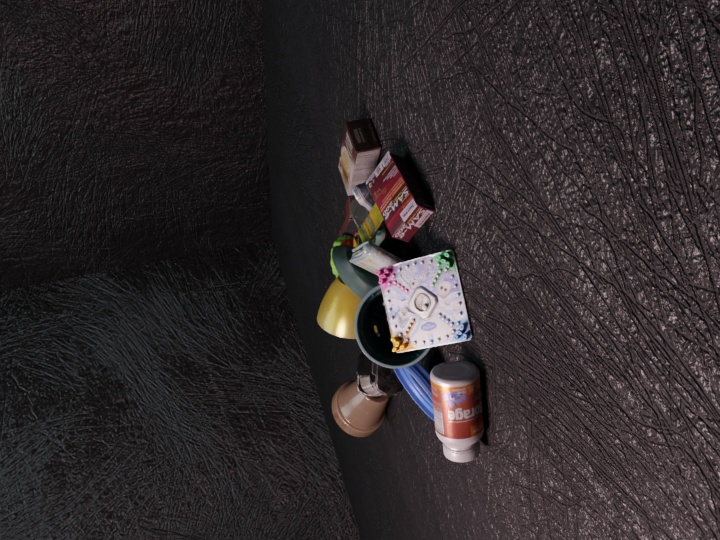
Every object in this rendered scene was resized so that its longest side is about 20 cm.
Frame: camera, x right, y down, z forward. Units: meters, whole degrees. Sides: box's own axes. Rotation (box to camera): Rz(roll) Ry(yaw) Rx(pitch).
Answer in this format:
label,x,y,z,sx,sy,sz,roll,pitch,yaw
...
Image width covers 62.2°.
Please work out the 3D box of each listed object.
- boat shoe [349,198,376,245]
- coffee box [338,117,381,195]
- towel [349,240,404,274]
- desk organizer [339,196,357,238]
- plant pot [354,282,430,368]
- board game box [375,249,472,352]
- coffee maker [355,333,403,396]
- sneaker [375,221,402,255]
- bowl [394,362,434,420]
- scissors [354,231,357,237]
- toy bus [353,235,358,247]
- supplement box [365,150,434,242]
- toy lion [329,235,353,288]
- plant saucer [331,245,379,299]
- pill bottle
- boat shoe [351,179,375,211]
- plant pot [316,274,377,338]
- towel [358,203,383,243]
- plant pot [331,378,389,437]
label,x,y,z,sx,sy,sz,roll,pitch,yaw
boat shoe,0.026,-0.115,1.754,0.064,0.074,0.205,6,-119,-60
coffee box,-0.006,-0.330,1.749,0.201,0.078,0.116,105,150,-59
towel,0.065,-0.016,1.583,0.049,0.169,0.200,-66,10,-8
desk organizer,-0.021,-0.162,1.929,0.200,0.070,0.079,125,145,-69
plant pot,0.089,0.135,1.509,0.196,0.196,0.204,43,-146,-85
board game box,0.139,0.074,1.355,0.197,0.026,0.204,-14,86,31
coffee maker,0.058,0.290,1.842,0.196,0.132,0.200,70,160,7
sneaker,0.078,-0.121,1.640,0.201,0.069,0.095,101,165,-52
bowl,0.159,0.304,1.541,0.201,0.039,0.201,50,166,17
scissors,0.028,-0.044,1.944,0.072,0.014,0.203,13,132,39
toy bus,0.021,-0.048,1.859,0.065,0.077,0.203,-120,24,-49
supplement box,0.092,-0.181,1.452,0.109,0.060,0.202,-51,46,31
toy lion,-0.036,-0.014,1.959,0.199,0.067,0.196,0,-88,-61
plant saucer,0.000,0.000,1.712,0.036,0.199,0.202,-39,52,23
pill bottle,0.218,0.314,1.328,0.112,0.110,0.204,-146,46,-69
boat shoe,0.043,-0.221,1.685,0.072,0.090,0.200,62,-169,3
plant pot,-0.028,0.090,1.793,0.200,0.196,0.145,-126,39,-57
towel,0.051,-0.167,1.575,0.202,0.018,0.086,-60,28,20
plant pot,0.017,0.448,2.069,0.175,0.197,0.203,-57,44,45
